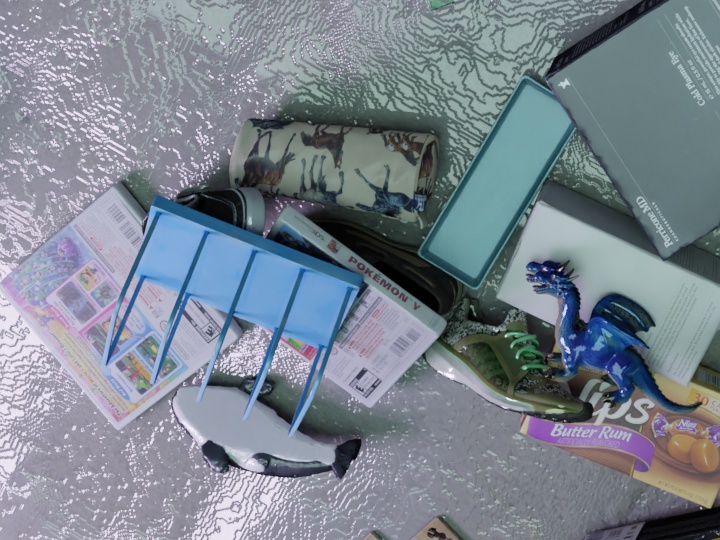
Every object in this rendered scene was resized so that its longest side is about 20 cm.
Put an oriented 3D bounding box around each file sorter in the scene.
[{"bbox_3d":[-0.120,0.049,1.449,0.199,0.123,0.139,21,150,-4],"label":"file sorter"}]

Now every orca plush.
[{"bbox_3d":[-0.097,0.172,1.652,0.198,0.071,0.106,5,64,7],"label":"orca plush"}]

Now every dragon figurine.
[{"bbox_3d":[0.228,0.063,1.437,0.199,0.059,0.100,25,117,5],"label":"dragon figurine"}]

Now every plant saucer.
[{"bbox_3d":[0.132,-0.082,1.515,0.070,0.019,0.201,31,104,2],"label":"plant saucer"}]

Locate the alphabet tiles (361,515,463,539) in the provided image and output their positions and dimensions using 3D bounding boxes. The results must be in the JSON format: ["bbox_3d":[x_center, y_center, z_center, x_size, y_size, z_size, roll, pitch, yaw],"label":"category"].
[{"bbox_3d":[0.048,0.353,1.692,0.167,0.008,0.200,45,111,-3],"label":"alphabet tiles"}]

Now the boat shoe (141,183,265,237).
[{"bbox_3d":[-0.153,-0.046,1.516,0.068,0.199,0.074,4,92,-28],"label":"boat shoe"}]

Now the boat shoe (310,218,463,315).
[{"bbox_3d":[0.000,0.000,1.553,0.198,0.073,0.075,10,110,10],"label":"boat shoe"}]

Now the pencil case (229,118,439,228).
[{"bbox_3d":[-0.026,-0.094,1.526,0.198,0.078,0.090,7,96,11],"label":"pencil case"}]

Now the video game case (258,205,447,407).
[{"bbox_3d":[-0.027,0.039,1.526,0.182,0.023,0.200,36,150,-1],"label":"video game case"}]

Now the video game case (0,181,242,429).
[{"bbox_3d":[-0.249,0.039,1.652,0.182,0.024,0.200,-37,97,21],"label":"video game case"}]

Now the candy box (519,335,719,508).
[{"bbox_3d":[0.266,0.134,1.543,0.199,0.056,0.117,22,112,4],"label":"candy box"}]

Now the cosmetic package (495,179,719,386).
[{"bbox_3d":[0.238,0.010,1.494,0.199,0.085,0.108,27,113,4],"label":"cosmetic package"}]

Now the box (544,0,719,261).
[{"bbox_3d":[0.294,-0.147,1.419,0.181,0.104,0.201,-31,98,19],"label":"box"}]

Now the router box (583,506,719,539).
[{"bbox_3d":[0.329,0.313,1.566,0.199,0.051,0.150,-19,103,33],"label":"router box"}]

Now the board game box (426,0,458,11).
[{"bbox_3d":[0.077,-0.347,1.450,0.104,0.023,0.201,-17,102,16],"label":"board game box"}]

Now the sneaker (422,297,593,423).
[{"bbox_3d":[0.143,0.081,1.514,0.199,0.077,0.089,26,98,40],"label":"sneaker"}]
